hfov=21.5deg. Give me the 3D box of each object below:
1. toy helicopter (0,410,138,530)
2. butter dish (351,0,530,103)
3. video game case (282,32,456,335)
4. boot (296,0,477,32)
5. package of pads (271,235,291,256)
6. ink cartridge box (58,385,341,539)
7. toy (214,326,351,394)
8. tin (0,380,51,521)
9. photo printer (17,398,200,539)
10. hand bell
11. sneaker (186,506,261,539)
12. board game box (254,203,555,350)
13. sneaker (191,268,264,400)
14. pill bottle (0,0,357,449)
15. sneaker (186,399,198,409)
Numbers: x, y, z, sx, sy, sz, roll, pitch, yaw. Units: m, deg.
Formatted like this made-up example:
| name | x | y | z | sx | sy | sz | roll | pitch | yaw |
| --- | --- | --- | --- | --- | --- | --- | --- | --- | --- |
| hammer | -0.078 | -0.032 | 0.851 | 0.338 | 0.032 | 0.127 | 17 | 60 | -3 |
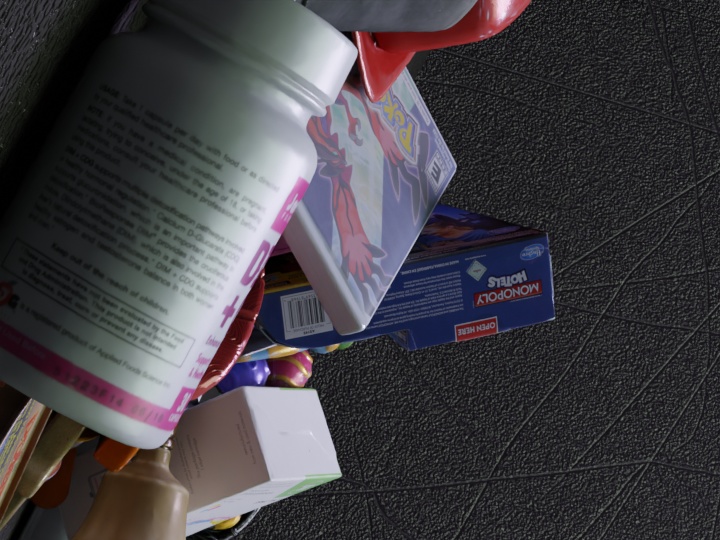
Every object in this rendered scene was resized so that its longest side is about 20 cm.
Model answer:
| name | x | y | z | sx | sy | sz | roll | pitch | yaw |
| --- | --- | --- | --- | --- | --- | --- | --- | --- | --- |
| toy helicopter | -0.200 | 0.117 | 1.139 | 0.200 | 0.079 | 0.132 | -50 | -171 | 8 |
| butter dish | 0.072 | -0.226 | 1.137 | 0.200 | 0.146 | 0.202 | -60 | 147 | -47 |
| video game case | -0.017 | -0.094 | 1.138 | 0.023 | 0.201 | 0.183 | -13 | -151 | 32 |
| boot | -0.017 | -0.135 | 0.998 | 0.199 | 0.072 | 0.183 | -19 | 143 | -58 |
| package of pads | -0.023 | -0.092 | 1.243 | 0.075 | 0.122 | 0.200 | -16 | -172 | 23 |
| ink cartridge box | -0.128 | 0.144 | 1.285 | 0.199 | 0.068 | 0.117 | -23 | 167 | 21 |
| toy | -0.065 | 0.062 | 1.315 | 0.199 | 0.114 | 0.048 | -20 | 100 | -56 |
| tin | -0.216 | 0.124 | 1.016 | 0.201 | 0.042 | 0.112 | -62 | 174 | 29 |
| photo printer | -0.206 | 0.170 | 1.516 | 0.201 | 0.069 | 0.166 | -61 | 178 | 20 |
| hand bell | -0.127 | 0.100 | 1.190 | 0.104 | 0.103 | 0.202 | 114 | -12 | -76 |
| sneaker | -0.116 | 0.166 | 1.404 | 0.201 | 0.077 | 0.082 | -54 | -173 | 34 |
| board game box | 0.000 | 0.000 | 1.273 | 0.200 | 0.198 | 0.062 | -144 | -135 | -68 |
| sneaker | -0.107 | 0.012 | 0.995 | 0.201 | 0.078 | 0.116 | -90 | -155 | -45 |
| pill bottle | -0.089 | -0.034 | 0.843 | 0.201 | 0.113 | 0.113 | -61 | 178 | 0 |
| sneaker | -0.147 | 0.091 | 1.410 | 0.200 | 0.070 | 0.100 | 75 | 14 | -79 |
